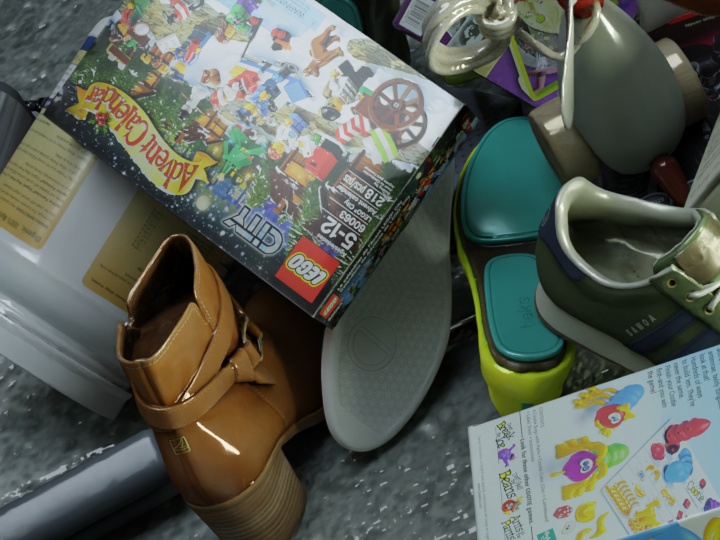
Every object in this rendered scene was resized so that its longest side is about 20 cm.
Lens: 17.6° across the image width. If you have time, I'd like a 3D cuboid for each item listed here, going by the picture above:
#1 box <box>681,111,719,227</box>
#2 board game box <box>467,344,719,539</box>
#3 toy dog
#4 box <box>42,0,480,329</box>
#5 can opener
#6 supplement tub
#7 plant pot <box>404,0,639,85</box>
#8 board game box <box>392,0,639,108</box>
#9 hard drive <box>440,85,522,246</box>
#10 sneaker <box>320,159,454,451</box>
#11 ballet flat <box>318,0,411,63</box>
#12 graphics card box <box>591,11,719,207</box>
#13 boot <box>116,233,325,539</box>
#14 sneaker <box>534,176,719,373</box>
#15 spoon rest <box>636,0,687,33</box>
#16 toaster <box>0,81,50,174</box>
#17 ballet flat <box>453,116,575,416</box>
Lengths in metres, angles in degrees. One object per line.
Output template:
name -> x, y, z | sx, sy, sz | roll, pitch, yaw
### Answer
box -> 0.264, -0.090, 1.181 | 0.109, 0.127, 0.201 | -55, 7, 52
board game box -> 0.161, 0.109, 1.058 | 0.199, 0.103, 0.105 | -19, 37, 14
toy dog -> 0.133, -0.099, 1.196 | 0.132, 0.200, 0.097 | -43, 55, 11
box -> -0.054, -0.082, 1.246 | 0.199, 0.038, 0.137 | 36, 89, 21
can opener -> -0.181, 0.164, 1.280 | 0.199, 0.053, 0.067 | -29, 68, -1
supplement tub -> -0.142, -0.030, 1.357 | 0.144, 0.144, 0.201 | 29, 85, 49
plant pot -> 0.112, -0.234, 1.404 | 0.198, 0.201, 0.181 | -22, 0, 9
board game box -> 0.117, -0.195, 1.300 | 0.119, 0.032, 0.201 | 31, 96, 9
hard drive -> -0.004, -0.059, 1.422 | 0.199, 0.042, 0.135 | 8, 50, 40
sneaker -> 0.000, 0.000, 1.294 | 0.099, 0.070, 0.202 | -5, 76, 62
ballet flat -> -0.003, -0.189, 1.450 | 0.067, 0.201, 0.064 | 23, 53, 25
graphics card box -> 0.181, -0.073, 1.310 | 0.125, 0.051, 0.201 | -18, 38, 14
boot -> -0.071, 0.036, 1.255 | 0.073, 0.155, 0.201 | -17, 37, 16
sneaker -> 0.169, 0.016, 1.131 | 0.199, 0.090, 0.067 | 24, 54, 26
spoon rest -> 0.123, -0.226, 1.255 | 0.099, 0.201, 0.061 | -29, -1, 8
toaster -> -0.279, -0.038, 1.522 | 0.198, 0.114, 0.130 | -14, 42, 21
ballet flat -> 0.085, 0.004, 1.265 | 0.066, 0.067, 0.201 | -2, 44, 3
